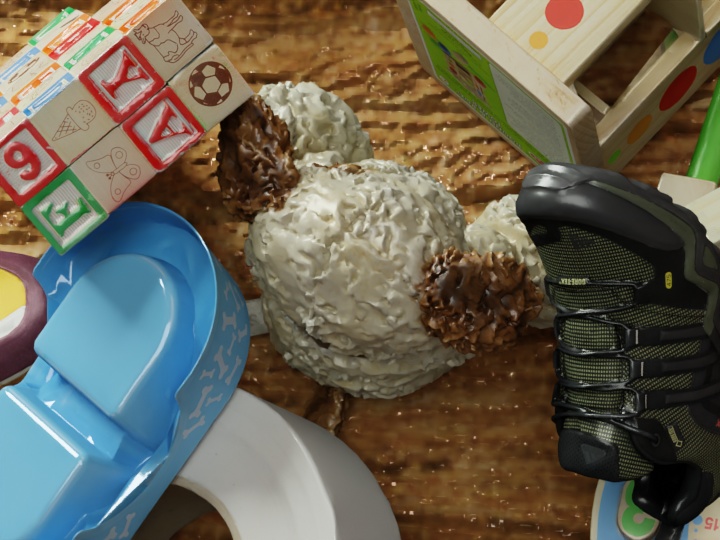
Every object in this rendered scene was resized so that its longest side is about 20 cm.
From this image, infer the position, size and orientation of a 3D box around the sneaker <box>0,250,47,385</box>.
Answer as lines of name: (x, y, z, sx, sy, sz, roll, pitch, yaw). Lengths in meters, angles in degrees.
sneaker: (-0.245, 0.025, 1.217, 0.199, 0.090, 0.075, -9, 75, 4)

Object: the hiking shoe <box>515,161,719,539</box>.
hiking shoe: (0.121, 0.041, 1.092, 0.075, 0.200, 0.101, 1, 48, 43)

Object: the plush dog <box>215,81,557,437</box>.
plush dog: (0.000, 0.000, 1.155, 0.199, 0.172, 0.161, 27, 80, 11)

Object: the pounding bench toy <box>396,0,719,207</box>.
pounding bench toy: (0.142, -0.116, 1.184, 0.156, 0.124, 0.200, -45, 69, -6)

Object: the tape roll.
tape roll: (-0.081, 0.153, 1.142, 0.202, 0.071, 0.204, -10, 70, 28)

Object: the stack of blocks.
stack of blocks: (-0.130, -0.080, 1.175, 0.115, 0.200, 0.059, -41, 106, -5)

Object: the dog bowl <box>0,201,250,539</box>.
dog bowl: (-0.126, 0.066, 1.125, 0.111, 0.050, 0.200, 36, 91, 36)

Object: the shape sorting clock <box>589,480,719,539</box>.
shape sorting clock: (0.209, 0.129, 1.170, 0.199, 0.039, 0.201, -1, 76, 5)

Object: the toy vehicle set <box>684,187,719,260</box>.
toy vehicle set: (0.247, -0.027, 1.151, 0.199, 0.125, 0.027, -27, 52, -8)
